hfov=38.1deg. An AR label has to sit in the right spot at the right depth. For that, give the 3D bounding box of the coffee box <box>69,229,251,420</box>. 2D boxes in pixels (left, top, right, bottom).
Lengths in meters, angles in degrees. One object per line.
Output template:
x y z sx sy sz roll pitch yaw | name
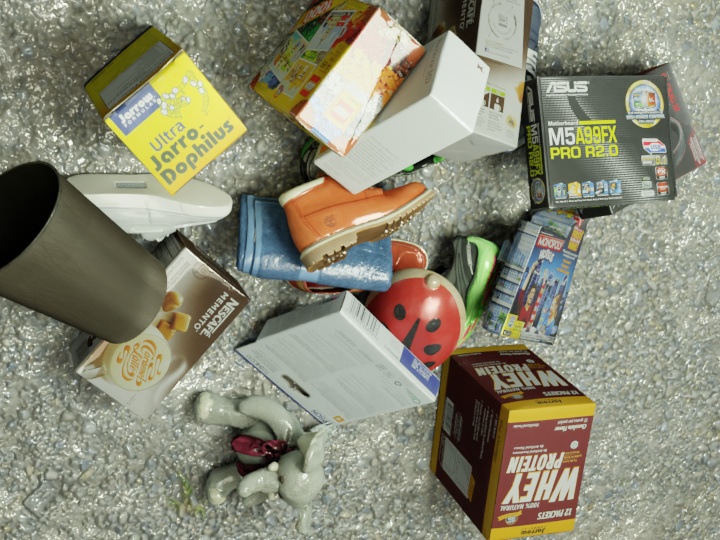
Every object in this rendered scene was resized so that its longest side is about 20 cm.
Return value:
-0.247 0.066 1.284 0.200 0.080 0.114 -47 118 1 | coffee box

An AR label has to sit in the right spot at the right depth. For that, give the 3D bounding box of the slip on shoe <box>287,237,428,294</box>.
0.000 0.000 1.368 0.198 0.061 0.075 -4 109 -21 | slip on shoe

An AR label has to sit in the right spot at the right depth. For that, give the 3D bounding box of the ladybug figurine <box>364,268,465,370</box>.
0.065 0.077 1.365 0.135 0.072 0.201 20 139 4 | ladybug figurine

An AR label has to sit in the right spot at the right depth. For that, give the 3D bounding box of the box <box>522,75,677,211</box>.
0.299 -0.160 1.305 0.198 0.044 0.162 -5 91 -24 | box

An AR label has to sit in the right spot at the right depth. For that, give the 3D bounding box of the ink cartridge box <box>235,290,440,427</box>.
-0.030 0.122 1.367 0.196 0.199 0.044 44 46 -29 | ink cartridge box

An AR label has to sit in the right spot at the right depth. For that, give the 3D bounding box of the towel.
-0.055 -0.034 1.298 0.198 0.112 0.049 8 145 -16 | towel

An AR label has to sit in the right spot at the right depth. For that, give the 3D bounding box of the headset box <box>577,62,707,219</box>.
0.362 -0.178 1.399 0.199 0.075 0.150 -26 98 -22 | headset box

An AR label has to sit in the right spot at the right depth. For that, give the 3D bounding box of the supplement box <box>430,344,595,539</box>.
0.206 0.234 1.454 0.132 0.200 0.199 -2 110 -21 | supplement box

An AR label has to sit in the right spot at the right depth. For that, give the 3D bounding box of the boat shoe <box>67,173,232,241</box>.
-0.254 -0.069 1.242 0.198 0.072 0.069 -2 125 -23 | boat shoe

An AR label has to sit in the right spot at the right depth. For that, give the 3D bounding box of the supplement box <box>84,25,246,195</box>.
-0.217 -0.179 1.138 0.109 0.200 0.110 -41 118 -2 | supplement box

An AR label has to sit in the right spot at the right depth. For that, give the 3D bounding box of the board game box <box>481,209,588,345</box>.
0.238 -0.007 1.418 0.200 0.061 0.201 15 96 -60 | board game box

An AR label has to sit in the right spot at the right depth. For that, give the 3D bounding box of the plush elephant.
-0.111 0.255 1.357 0.198 0.155 0.166 -2 110 -15 | plush elephant

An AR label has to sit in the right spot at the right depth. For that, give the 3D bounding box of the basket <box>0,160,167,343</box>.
-0.321 -0.009 1.156 0.179 0.137 0.200 -17 145 30 | basket

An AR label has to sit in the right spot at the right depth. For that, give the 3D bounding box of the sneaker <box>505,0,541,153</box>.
0.201 -0.245 1.328 0.070 0.108 0.201 14 104 -25 | sneaker

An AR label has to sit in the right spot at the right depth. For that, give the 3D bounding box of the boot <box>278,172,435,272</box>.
-0.003 -0.084 1.267 0.199 0.075 0.108 -23 77 -29 | boot

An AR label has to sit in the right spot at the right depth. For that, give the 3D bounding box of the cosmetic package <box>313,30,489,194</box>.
0.044 -0.173 1.174 0.071 0.199 0.102 36 52 -27 | cosmetic package

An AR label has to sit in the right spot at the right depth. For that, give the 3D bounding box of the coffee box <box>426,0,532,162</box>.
0.136 -0.243 1.250 0.079 0.114 0.202 13 80 -30 | coffee box

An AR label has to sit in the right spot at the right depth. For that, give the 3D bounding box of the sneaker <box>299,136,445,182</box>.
0.018 -0.151 1.305 0.199 0.085 0.079 -17 114 -14 | sneaker

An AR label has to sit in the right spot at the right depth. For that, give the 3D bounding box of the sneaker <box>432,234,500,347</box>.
0.127 0.038 1.433 0.077 0.083 0.201 -27 142 -59 | sneaker

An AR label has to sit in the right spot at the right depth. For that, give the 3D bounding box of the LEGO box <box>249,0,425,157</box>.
-0.032 -0.230 1.192 0.077 0.200 0.149 37 93 -28 | LEGO box
